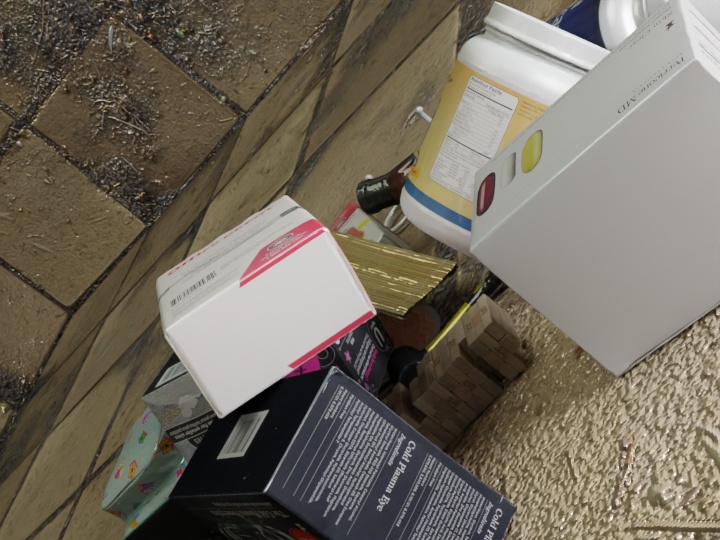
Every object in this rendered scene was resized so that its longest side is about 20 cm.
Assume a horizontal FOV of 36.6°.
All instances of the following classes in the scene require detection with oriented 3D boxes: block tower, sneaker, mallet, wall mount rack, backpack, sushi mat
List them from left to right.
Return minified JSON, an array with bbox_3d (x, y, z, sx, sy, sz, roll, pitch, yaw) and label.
[{"bbox_3d":[-0.199,0.222,1.269,0.176,0.153,0.201,-48,11,32],"label":"backpack"},{"bbox_3d":[0.000,0.000,1.130,0.199,0.012,0.095,17,42,40],"label":"sushi mat"},{"bbox_3d":[0.002,0.087,1.133,0.199,0.072,0.080,-33,1,19],"label":"sneaker"},{"bbox_3d":[0.078,-0.139,1.380,0.201,0.074,0.174,-53,19,1],"label":"wall mount rack"},{"bbox_3d":[0.062,0.117,0.948,0.200,0.054,0.058,-48,17,18],"label":"block tower"},{"bbox_3d":[0.098,0.039,1.050,0.200,0.041,0.066,-50,14,-7],"label":"mallet"}]

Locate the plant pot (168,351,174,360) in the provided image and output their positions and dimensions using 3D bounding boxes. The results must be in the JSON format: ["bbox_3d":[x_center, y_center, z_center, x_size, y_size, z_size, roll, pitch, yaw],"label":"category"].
[{"bbox_3d":[-0.196,0.124,1.545,0.201,0.092,0.201,-46,18,19],"label":"plant pot"}]

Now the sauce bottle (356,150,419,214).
[{"bbox_3d":[0.085,-0.110,1.227,0.198,0.066,0.066,-15,35,30],"label":"sauce bottle"}]

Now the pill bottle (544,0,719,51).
[{"bbox_3d":[0.245,-0.213,1.026,0.199,0.111,0.112,-23,33,58],"label":"pill bottle"}]

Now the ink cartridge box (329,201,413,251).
[{"bbox_3d":[-0.006,0.014,1.279,0.146,0.083,0.200,-52,17,4],"label":"ink cartridge box"}]

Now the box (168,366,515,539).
[{"bbox_3d":[-0.020,0.176,0.826,0.199,0.181,0.105,-22,34,59],"label":"box"}]

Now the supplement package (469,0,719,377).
[{"bbox_3d":[0.198,-0.055,0.757,0.200,0.155,0.111,-42,20,29],"label":"supplement package"}]

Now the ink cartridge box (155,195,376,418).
[{"bbox_3d":[-0.086,0.021,0.890,0.144,0.085,0.200,-33,16,-5],"label":"ink cartridge box"}]

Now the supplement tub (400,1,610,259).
[{"bbox_3d":[0.133,-0.118,0.962,0.145,0.143,0.202,-108,39,-70],"label":"supplement tub"}]

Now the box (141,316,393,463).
[{"bbox_3d":[-0.084,0.097,1.037,0.199,0.115,0.132,-28,16,21],"label":"box"}]
